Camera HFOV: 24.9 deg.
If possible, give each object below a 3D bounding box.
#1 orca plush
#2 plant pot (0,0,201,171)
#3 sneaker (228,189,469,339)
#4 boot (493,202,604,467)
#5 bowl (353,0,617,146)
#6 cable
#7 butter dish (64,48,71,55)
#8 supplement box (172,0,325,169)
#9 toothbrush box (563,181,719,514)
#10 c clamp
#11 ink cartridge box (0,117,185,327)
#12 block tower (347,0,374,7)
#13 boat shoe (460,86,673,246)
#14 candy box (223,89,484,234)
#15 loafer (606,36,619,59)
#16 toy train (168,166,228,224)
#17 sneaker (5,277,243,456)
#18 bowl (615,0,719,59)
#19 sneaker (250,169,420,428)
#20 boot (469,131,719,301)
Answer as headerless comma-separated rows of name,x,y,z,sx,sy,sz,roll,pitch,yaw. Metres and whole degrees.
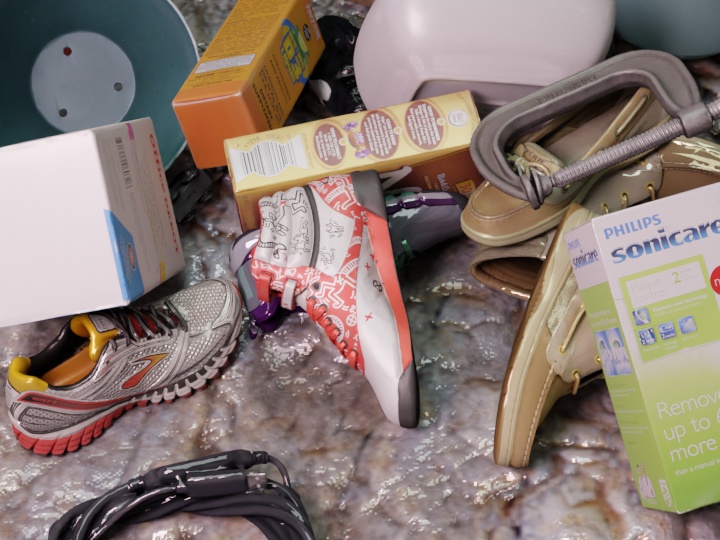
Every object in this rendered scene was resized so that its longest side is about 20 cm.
orca plush,-0.017,-0.175,1.447,0.105,0.071,0.201,-2,45,7
plant pot,-0.239,-0.161,1.409,0.199,0.201,0.135,-16,8,-7
sneaker,0.000,0.000,1.286,0.199,0.074,0.088,-14,66,0
boot,0.187,0.066,1.167,0.155,0.073,0.201,21,71,3
bowl,0.097,-0.161,1.333,0.199,0.200,0.075,4,72,-8
cable,-0.128,0.204,1.106,0.199,0.051,0.164,-12,49,-7
butter dish,-0.319,-0.282,1.563,0.199,0.148,0.200,-27,91,-17
supplement box,-0.090,-0.166,1.373,0.068,0.067,0.200,-9,33,20
toothbrush box,0.239,0.046,1.097,0.145,0.086,0.201,-15,85,-7
c clamp,0.179,-0.100,1.190,0.199,0.027,0.171,-20,43,8
ink cartridge box,-0.222,-0.040,1.253,0.125,0.129,0.200,-11,6,8
block tower,0.048,-0.331,1.607,0.058,0.054,0.200,22,51,27
boat shoe,0.156,-0.092,1.248,0.200,0.063,0.073,-32,43,-13
candy box,-0.002,-0.073,1.304,0.199,0.117,0.057,-13,62,-4
loafer,0.167,-0.250,1.493,0.073,0.072,0.200,-29,47,-19
toy train,-0.117,-0.108,1.420,0.046,0.034,0.200,-15,32,48
sneaker,-0.174,0.061,1.226,0.200,0.082,0.078,-32,49,-22
bowl,0.290,-0.263,1.457,0.200,0.105,0.201,-1,42,1
sneaker,-0.021,0.028,1.212,0.107,0.067,0.202,-11,73,-1
boot,0.195,-0.037,1.275,0.199,0.072,0.155,5,45,21
